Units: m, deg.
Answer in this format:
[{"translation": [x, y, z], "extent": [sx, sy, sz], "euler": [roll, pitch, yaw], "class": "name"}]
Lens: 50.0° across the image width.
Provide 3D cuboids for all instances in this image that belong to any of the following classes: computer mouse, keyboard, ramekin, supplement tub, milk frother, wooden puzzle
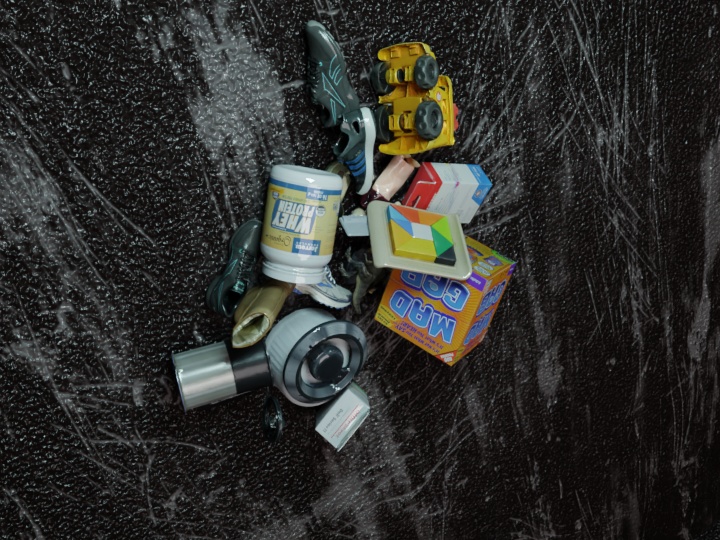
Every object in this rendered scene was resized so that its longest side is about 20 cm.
[{"translation": [0.020, -0.060, 1.665], "extent": [0.058, 0.034, 0.202], "euler": [37, 85, -35], "class": "computer mouse"}, {"translation": [0.053, -0.091, 1.568], "extent": [0.195, 0.057, 0.011], "euler": [-3, 138, -26], "class": "keyboard"}, {"translation": [-0.107, 0.193, 1.668], "extent": [0.196, 0.098, 0.205], "euler": [-15, 121, -26], "class": "ramekin"}, {"translation": [-0.115, -0.089, 1.469], "extent": [0.142, 0.144, 0.206], "euler": [2, 103, -32], "class": "supplement tub"}, {"translation": [-0.258, 0.248, 1.525], "extent": [0.184, 0.201, 0.184], "euler": [-15, 130, -14], "class": "milk frother"}, {"translation": [0.115, -0.067, 1.525], "extent": [0.194, 0.188, 0.038], "euler": [6, 134, -13], "class": "wooden puzzle"}]

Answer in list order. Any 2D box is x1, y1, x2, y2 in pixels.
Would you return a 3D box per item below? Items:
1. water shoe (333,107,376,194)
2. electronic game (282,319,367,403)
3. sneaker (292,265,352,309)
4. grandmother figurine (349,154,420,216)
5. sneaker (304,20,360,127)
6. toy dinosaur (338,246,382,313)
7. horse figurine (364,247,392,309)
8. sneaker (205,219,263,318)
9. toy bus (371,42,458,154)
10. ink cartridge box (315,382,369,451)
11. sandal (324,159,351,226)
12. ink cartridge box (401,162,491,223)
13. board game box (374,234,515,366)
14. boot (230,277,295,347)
[{"translation": [-0.016, -0.229, 1.489], "extent": [0.077, 0.073, 0.203], "euler": [-7, 139, -10], "class": "water shoe"}, {"translation": [-0.071, 0.191, 1.599], "extent": [0.196, 0.042, 0.204], "euler": [-19, 129, -24], "class": "electronic game"}, {"translation": [-0.085, 0.017, 1.607], "extent": [0.197, 0.077, 0.087], "euler": [22, 98, -38], "class": "sneaker"}, {"translation": [0.041, -0.158, 1.608], "extent": [0.121, 0.061, 0.201], "euler": [38, 94, -31], "class": "grandmother figurine"}, {"translation": [-0.064, -0.355, 1.416], "extent": [0.078, 0.075, 0.203], "euler": [-32, 127, -10], "class": "sneaker"}, {"translation": [0.000, 0.000, 1.595], "extent": [0.087, 0.048, 0.202], "euler": [30, 124, 2], "class": "toy dinosaur"}, {"translation": [0.060, -0.007, 1.678], "extent": [0.131, 0.050, 0.203], "euler": [-30, 143, -35], "class": "horse figurine"}, {"translation": [-0.230, 0.001, 1.504], "extent": [0.074, 0.079, 0.203], "euler": [21, 100, -36], "class": "sneaker"}, {"translation": [0.126, -0.335, 1.522], "extent": [0.190, 0.133, 0.206], "euler": [-12, 102, -49], "class": "toy bus"}, {"translation": [-0.041, 0.315, 1.709], "extent": [0.067, 0.200, 0.118], "euler": [40, 90, -4], "class": "ink cartridge box"}, {"translation": [-0.064, -0.124, 1.553], "extent": [0.078, 0.057, 0.205], "euler": [10, 106, -40], "class": "sandal"}, {"translation": [0.169, -0.165, 1.652], "extent": [0.196, 0.068, 0.117], "euler": [-1, 137, -32], "class": "ink cartridge box"}, {"translation": [0.182, 0.043, 1.652], "extent": [0.199, 0.197, 0.204], "euler": [-20, 136, -60], "class": "board game box"}, {"translation": [-0.208, 0.089, 1.469], "extent": [0.066, 0.201, 0.175], "euler": [42, 114, -9], "class": "boot"}]
